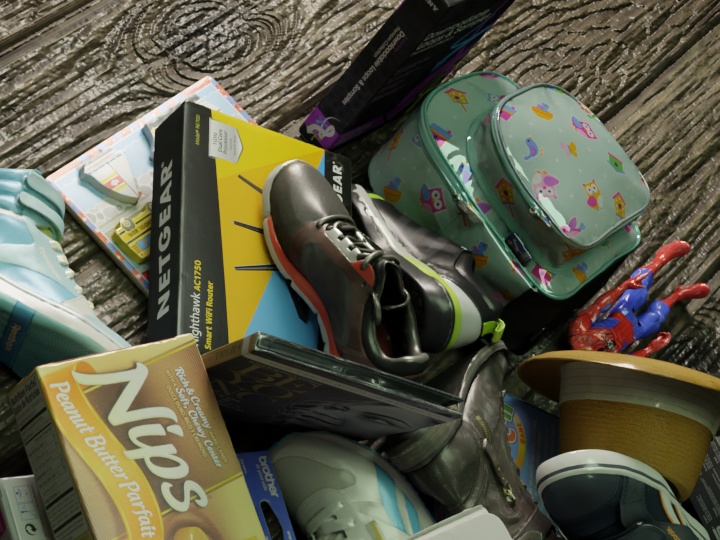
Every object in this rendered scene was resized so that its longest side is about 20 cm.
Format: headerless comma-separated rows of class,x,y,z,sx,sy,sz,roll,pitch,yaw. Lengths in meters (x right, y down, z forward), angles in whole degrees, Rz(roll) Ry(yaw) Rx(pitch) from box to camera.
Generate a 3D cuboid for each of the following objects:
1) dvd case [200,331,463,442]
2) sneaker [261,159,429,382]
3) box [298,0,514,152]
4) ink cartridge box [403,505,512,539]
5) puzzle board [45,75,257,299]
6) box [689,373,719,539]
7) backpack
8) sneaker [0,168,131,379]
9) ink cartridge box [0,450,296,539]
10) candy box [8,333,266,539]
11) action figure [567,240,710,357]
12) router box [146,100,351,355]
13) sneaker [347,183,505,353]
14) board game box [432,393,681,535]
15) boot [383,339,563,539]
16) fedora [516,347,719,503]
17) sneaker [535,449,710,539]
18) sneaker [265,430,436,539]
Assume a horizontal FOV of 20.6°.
dvd case,-0.042,0.084,1.303,0.148,0.200,0.016,19,71,-22
sneaker,0.000,0.000,1.380,0.077,0.082,0.201,-9,66,-41
box,0.050,-0.178,1.558,0.036,0.200,0.143,50,45,9
ink cartridge box,0.035,0.260,1.214,0.085,0.200,0.147,-15,66,-41
puzzle board,-0.121,-0.056,1.479,0.151,0.017,0.200,47,44,4
box,0.322,0.177,1.559,0.157,0.050,0.201,2,55,-49
backpack,0.114,-0.061,1.547,0.200,0.154,0.175,45,40,11
sneaker,-0.208,0.002,1.331,0.199,0.080,0.131,34,46,-10
ink cartridge box,-0.133,0.183,1.271,0.199,0.042,0.120,-5,62,-34
candy box,-0.129,0.148,1.222,0.115,0.055,0.201,-11,73,-37
action figure,0.221,0.039,1.616,0.200,0.051,0.066,-36,107,-43
router box,-0.077,-0.006,1.421,0.148,0.051,0.202,17,57,-31
sneaker,0.042,0.003,1.472,0.082,0.072,0.200,-1,33,-28
board game box,0.148,0.181,1.470,0.199,0.037,0.152,26,46,-18
boot,0.099,0.155,1.390,0.175,0.069,0.200,53,30,-6
fedora,0.197,0.118,1.423,0.199,0.200,0.083,19,76,-22
sneaker,0.192,0.193,1.373,0.200,0.078,0.080,37,39,-42
sneaker,0.008,0.191,1.332,0.200,0.077,0.081,46,35,3
